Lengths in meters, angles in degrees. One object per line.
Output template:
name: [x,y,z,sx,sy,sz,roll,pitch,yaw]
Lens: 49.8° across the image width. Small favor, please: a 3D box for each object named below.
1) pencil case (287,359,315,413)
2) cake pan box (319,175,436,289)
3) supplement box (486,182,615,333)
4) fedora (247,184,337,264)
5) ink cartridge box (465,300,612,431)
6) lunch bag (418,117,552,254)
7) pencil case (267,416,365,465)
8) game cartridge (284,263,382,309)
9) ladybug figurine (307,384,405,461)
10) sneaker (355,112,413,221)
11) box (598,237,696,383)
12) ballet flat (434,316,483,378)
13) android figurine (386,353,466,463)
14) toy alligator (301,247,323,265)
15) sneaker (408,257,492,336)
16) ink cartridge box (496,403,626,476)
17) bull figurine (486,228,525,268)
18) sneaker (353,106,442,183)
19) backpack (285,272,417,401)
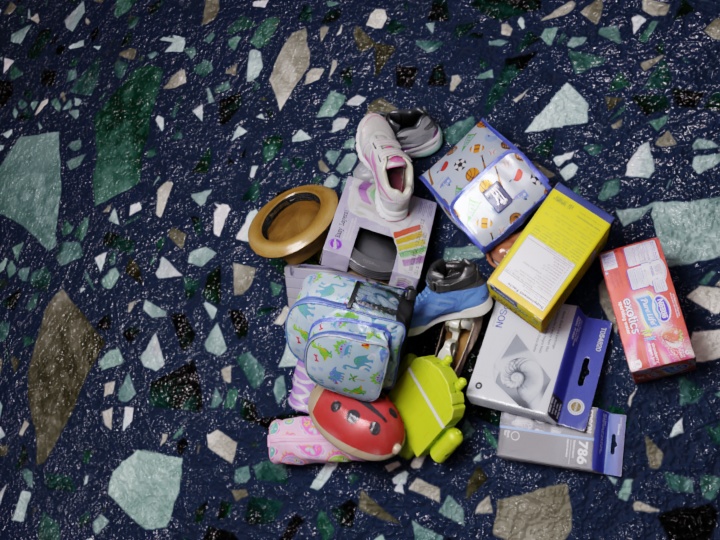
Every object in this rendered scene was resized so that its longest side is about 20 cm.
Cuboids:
pencil case: [-0.075,0.160,1.416,0.082,0.085,0.204,15,96,-15]
cake pan box: [0.035,-0.065,1.416,0.181,0.053,0.202,17,52,3]
supplement box: [0.307,-0.018,1.256,0.108,0.110,0.201,36,86,20]
fedora: [-0.120,-0.078,1.491,0.197,0.083,0.203,-16,40,13]
ink cartridge box: [0.295,0.145,1.283,0.197,0.041,0.202,9,64,29]
lunch bag: [0.225,-0.146,1.383,0.170,0.124,0.201,-41,49,8]
pencil case: [-0.070,0.304,1.394,0.196,0.087,0.089,-7,69,23]
game cartridge: [-0.048,0.056,1.464,0.196,0.038,0.132,5,115,26]
ladybug figurine: [-0.004,0.239,1.311,0.198,0.073,0.135,31,45,28]
sneaker: [0.054,-0.197,1.398,0.080,0.088,0.203,-15,78,-22]
box: [0.454,0.065,1.232,0.098,0.095,0.204,-17,66,18]
ballet flat: [0.167,0.120,1.360,0.067,0.067,0.204,10,76,25]
android figurine: [0.109,0.227,1.313,0.183,0.041,0.201,57,130,32]
toy alligator: [-0.108,-0.047,1.553,0.058,0.054,0.204,1,73,24]
sneaker: [0.118,0.039,1.326,0.196,0.113,0.077,-14,31,18]
ink cartridge box: [0.323,0.266,1.254,0.196,0.039,0.101,2,72,24]
bull figurine: [0.320,-0.042,1.350,0.198,0.065,0.123,-28,64,13]
sneaker: [0.052,-0.255,1.502,0.198,0.140,0.079,-31,54,9]
backpack: [-0.024,0.104,1.269,0.196,0.185,0.148,16,43,7]
